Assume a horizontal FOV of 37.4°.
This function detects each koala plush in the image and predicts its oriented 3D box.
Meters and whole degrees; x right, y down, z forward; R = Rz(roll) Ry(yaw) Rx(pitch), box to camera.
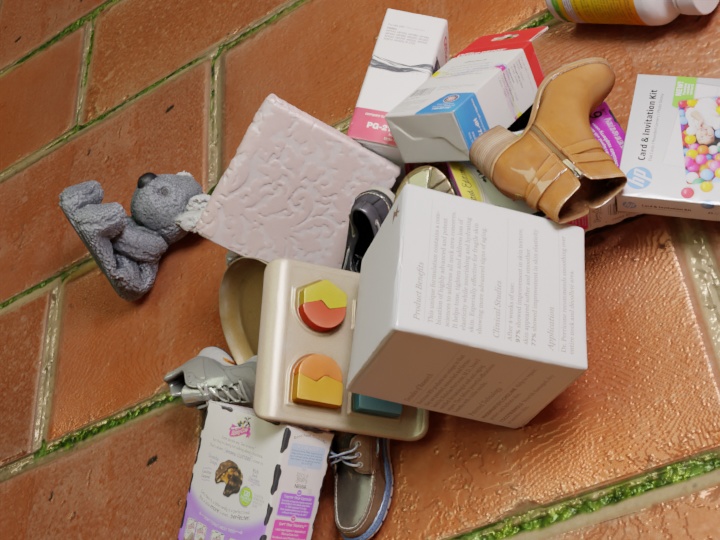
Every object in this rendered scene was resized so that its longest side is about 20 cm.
[{"bbox_3d":[-0.317,-0.074,1.602,0.199,0.185,0.177,-34,30,-14],"label":"koala plush"}]

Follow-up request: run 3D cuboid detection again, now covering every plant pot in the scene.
[{"bbox_3d":[-0.108,0.076,1.324,0.027,0.201,0.199,-23,29,-38],"label":"plant pot"}]

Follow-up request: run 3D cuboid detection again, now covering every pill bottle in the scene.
[{"bbox_3d":[0.330,-0.354,1.286,0.199,0.111,0.112,15,72,43],"label":"pill bottle"}]

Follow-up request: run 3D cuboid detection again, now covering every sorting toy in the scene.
[{"bbox_3d":[-0.014,0.086,1.183,0.036,0.199,0.186,136,141,-62],"label":"sorting toy"}]

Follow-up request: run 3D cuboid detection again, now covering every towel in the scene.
[{"bbox_3d":[-0.076,-0.089,1.299,0.201,0.190,0.032,-58,17,22],"label":"towel"}]

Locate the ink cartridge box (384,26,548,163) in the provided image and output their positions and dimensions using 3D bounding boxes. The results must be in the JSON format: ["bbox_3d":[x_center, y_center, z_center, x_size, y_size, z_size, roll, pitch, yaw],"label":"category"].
[{"bbox_3d":[0.137,-0.208,1.250,0.116,0.068,0.200,5,39,48],"label":"ink cartridge box"}]

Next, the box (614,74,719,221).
[{"bbox_3d":[0.377,-0.126,1.105,0.199,0.041,0.157,8,65,21],"label":"box"}]

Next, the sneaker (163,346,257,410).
[{"bbox_3d":[-0.173,0.152,1.343,0.092,0.076,0.199,-25,18,-37],"label":"sneaker"}]

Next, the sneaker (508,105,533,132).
[{"bbox_3d":[0.196,-0.186,1.315,0.200,0.066,0.091,21,80,50],"label":"sneaker"}]

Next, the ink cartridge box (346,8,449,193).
[{"bbox_3d":[0.053,-0.211,1.373,0.084,0.145,0.201,12,67,11],"label":"ink cartridge box"}]

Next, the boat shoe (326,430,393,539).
[{"bbox_3d":[-0.007,0.204,1.206,0.072,0.072,0.201,-14,54,30],"label":"boat shoe"}]

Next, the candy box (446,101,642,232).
[{"bbox_3d":[0.210,-0.100,1.202,0.199,0.061,0.137,-19,49,2],"label":"candy box"}]

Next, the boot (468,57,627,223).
[{"bbox_3d":[0.231,-0.134,1.127,0.200,0.074,0.155,-39,44,-7],"label":"boot"}]

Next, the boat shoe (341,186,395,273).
[{"bbox_3d":[0.000,0.000,1.269,0.072,0.201,0.063,19,29,21],"label":"boat shoe"}]

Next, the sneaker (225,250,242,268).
[{"bbox_3d":[-0.095,-0.074,1.399,0.199,0.075,0.115,-32,42,7],"label":"sneaker"}]

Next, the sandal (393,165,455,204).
[{"bbox_3d":[0.096,-0.022,1.239,0.080,0.054,0.201,-23,91,6],"label":"sandal"}]

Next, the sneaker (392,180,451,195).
[{"bbox_3d":[0.089,-0.086,1.298,0.099,0.071,0.201,33,86,3],"label":"sneaker"}]

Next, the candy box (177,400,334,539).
[{"bbox_3d":[-0.125,0.263,1.209,0.167,0.071,0.201,7,82,51],"label":"candy box"}]

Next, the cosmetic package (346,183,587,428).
[{"bbox_3d":[0.108,0.041,1.095,0.167,0.199,0.168,121,159,-57],"label":"cosmetic package"}]
